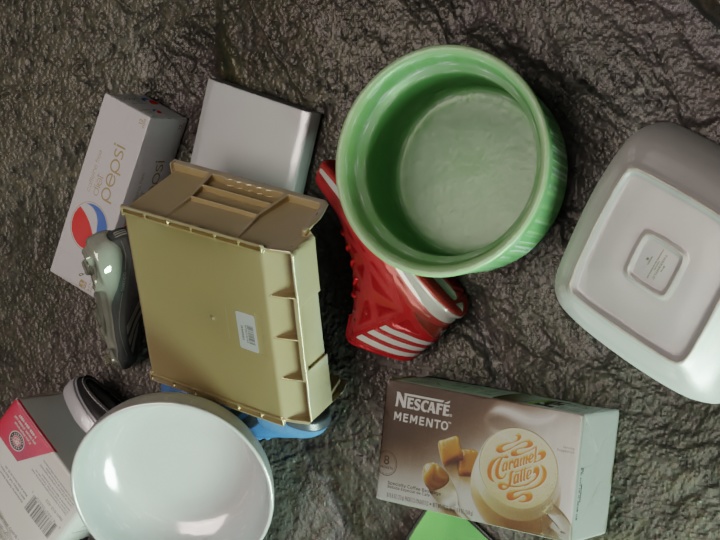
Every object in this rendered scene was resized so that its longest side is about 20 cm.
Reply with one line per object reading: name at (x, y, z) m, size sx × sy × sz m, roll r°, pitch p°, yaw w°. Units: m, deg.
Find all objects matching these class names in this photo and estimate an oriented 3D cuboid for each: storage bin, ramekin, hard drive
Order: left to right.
storage bin at (-0.113, 0.023, 1.717) m, size 0.197 × 0.094 × 0.201 m, roll 16°, pitch 127°, yaw 31°
hard drive at (-0.117, -0.076, 1.803) m, size 0.131 × 0.027 × 0.202 m, roll 21°, pitch 104°, yaw 31°
ramekin at (0.087, -0.091, 1.606) m, size 0.198 × 0.098 × 0.202 m, roll -3°, pitch 84°, yaw 24°

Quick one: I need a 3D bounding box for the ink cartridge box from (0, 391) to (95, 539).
ink cartridge box at (-0.352, 0.252, 1.940) m, size 0.145 × 0.084 × 0.200 m, roll 49°, pitch 115°, yaw 21°

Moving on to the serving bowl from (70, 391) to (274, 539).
serving bowl at (-0.177, 0.199, 1.770) m, size 0.198 × 0.066 × 0.202 m, roll 4°, pitch 117°, yaw 7°

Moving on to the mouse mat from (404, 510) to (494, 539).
mouse mat at (0.103, 0.327, 1.692) m, size 0.200 × 0.008 × 0.162 m, roll 41°, pitch 113°, yaw 26°

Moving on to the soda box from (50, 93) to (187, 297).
soda box at (-0.248, -0.076, 1.867) m, size 0.068 × 0.063 × 0.201 m, roll 29°, pitch 108°, yaw 29°

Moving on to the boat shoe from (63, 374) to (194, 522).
boat shoe at (-0.222, 0.169, 1.862) m, size 0.200 × 0.070 × 0.066 m, roll 47°, pitch 108°, yaw 22°

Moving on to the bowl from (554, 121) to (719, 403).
bowl at (0.262, -0.005, 1.531) m, size 0.199 × 0.074 × 0.201 m, roll 36°, pitch 113°, yaw 27°

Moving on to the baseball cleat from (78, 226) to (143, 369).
baseball cleat at (-0.221, 0.027, 1.829) m, size 0.201 × 0.106 × 0.070 m, roll 90°, pitch 156°, yaw -56°

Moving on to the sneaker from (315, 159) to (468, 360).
sneaker at (0.000, 0.000, 1.701) m, size 0.116 × 0.078 × 0.200 m, roll -48°, pitch 67°, yaw 24°

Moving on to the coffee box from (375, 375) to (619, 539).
coffee box at (0.121, 0.164, 1.626) m, size 0.199 × 0.080 × 0.115 m, roll 9°, pitch 95°, yaw 32°

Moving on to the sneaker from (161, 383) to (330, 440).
sneaker at (-0.112, 0.141, 1.795) m, size 0.199 × 0.066 × 0.079 m, roll 14°, pitch 116°, yaw 31°
